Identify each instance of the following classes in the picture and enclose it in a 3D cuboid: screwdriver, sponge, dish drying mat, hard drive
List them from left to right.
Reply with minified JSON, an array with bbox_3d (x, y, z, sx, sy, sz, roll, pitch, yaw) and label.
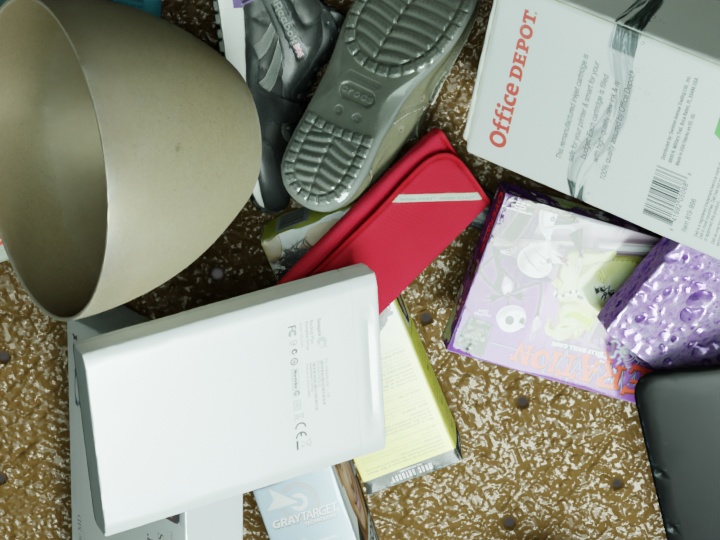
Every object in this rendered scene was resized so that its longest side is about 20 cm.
[{"bbox_3d":[-0.080,0.081,1.356,0.199,0.027,0.133,-16,119,-23],"label":"hard drive"},{"bbox_3d":[0.000,0.000,1.399,0.200,0.018,0.077,-46,130,-10],"label":"dish drying mat"},{"bbox_3d":[0.026,-0.067,1.455,0.199,0.029,0.028,25,108,3],"label":"screwdriver"},{"bbox_3d":[0.266,0.048,1.450,0.200,0.030,0.112,36,101,-23],"label":"sponge"}]

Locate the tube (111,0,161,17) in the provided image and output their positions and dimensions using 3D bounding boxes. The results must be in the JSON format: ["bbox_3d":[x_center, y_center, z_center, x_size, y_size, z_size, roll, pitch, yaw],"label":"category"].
[{"bbox_3d":[-0.155,-0.238,1.388,0.077,0.050,0.202,15,113,10],"label":"tube"}]

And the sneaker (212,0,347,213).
[{"bbox_3d":[-0.048,-0.137,1.401,0.087,0.076,0.202,-8,105,-2],"label":"sneaker"}]

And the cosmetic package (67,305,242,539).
[{"bbox_3d":[-0.141,0.141,1.457,0.051,0.150,0.202,-12,112,-34],"label":"cosmetic package"}]

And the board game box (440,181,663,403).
[{"bbox_3d":[0.167,0.023,1.456,0.198,0.032,0.121,15,112,-14],"label":"board game box"}]

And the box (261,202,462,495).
[{"bbox_3d":[0.002,0.050,1.473,0.075,0.050,0.201,-22,107,8],"label":"box"}]

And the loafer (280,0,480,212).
[{"bbox_3d":[0.015,-0.126,1.404,0.075,0.070,0.201,33,87,14],"label":"loafer"}]

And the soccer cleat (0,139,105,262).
[{"bbox_3d":[-0.226,-0.039,1.435,0.198,0.078,0.070,-17,107,6],"label":"soccer cleat"}]

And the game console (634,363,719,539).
[{"bbox_3d":[0.301,0.125,1.465,0.175,0.116,0.201,-34,121,-32],"label":"game console"}]

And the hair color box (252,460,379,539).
[{"bbox_3d":[-0.030,0.169,1.486,0.060,0.099,0.201,-17,107,6],"label":"hair color box"}]

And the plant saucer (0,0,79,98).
[{"bbox_3d":[-0.263,-0.184,1.394,0.198,0.036,0.202,4,113,9],"label":"plant saucer"}]

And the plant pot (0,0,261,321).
[{"bbox_3d":[-0.141,-0.080,1.339,0.134,0.200,0.202,-11,111,-30],"label":"plant pot"}]

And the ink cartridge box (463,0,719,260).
[{"bbox_3d":[0.178,-0.113,1.345,0.199,0.083,0.147,24,135,12],"label":"ink cartridge box"}]
